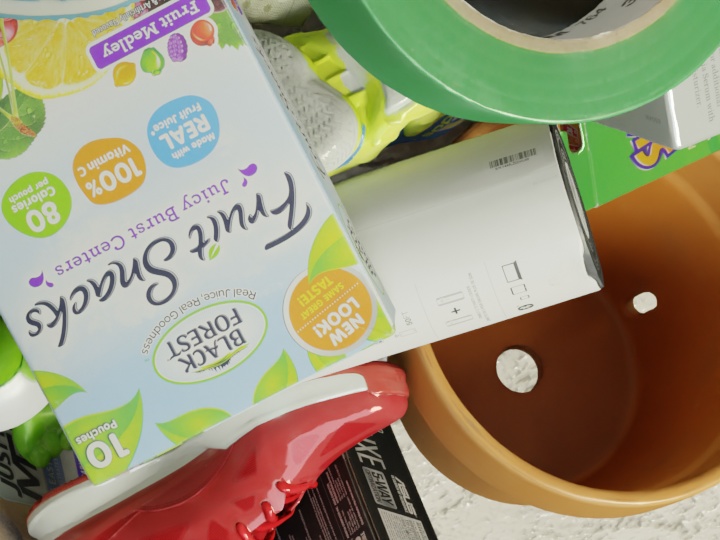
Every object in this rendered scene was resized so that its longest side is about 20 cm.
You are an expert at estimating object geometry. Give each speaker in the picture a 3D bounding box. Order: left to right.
[{"bbox_3d":[0.000,0.000,1.100,0.199,0.082,0.081,-18,140,9],"label":"speaker"}]

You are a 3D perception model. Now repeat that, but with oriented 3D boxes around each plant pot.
[{"bbox_3d":[0.096,0.030,1.227,0.199,0.201,0.140,-7,165,-19],"label":"plant pot"}]

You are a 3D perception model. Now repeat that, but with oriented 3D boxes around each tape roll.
[{"bbox_3d":[0.064,-0.155,0.943,0.199,0.048,0.202,-2,94,-25],"label":"tape roll"}]

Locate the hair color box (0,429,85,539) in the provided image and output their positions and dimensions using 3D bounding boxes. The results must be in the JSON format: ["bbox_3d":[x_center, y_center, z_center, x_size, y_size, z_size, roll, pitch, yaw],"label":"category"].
[{"bbox_3d":[-0.211,0.108,1.215,0.199,0.110,0.065,16,132,-38],"label":"hair color box"}]

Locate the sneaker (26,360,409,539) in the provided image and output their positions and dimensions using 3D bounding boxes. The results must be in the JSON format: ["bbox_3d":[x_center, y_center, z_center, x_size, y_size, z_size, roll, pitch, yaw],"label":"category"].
[{"bbox_3d":[-0.051,0.125,1.163,0.199,0.116,0.078,-27,163,22],"label":"sneaker"}]

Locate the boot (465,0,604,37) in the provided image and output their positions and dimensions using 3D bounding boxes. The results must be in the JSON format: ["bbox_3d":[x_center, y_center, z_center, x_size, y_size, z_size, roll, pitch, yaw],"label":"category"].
[{"bbox_3d":[0.041,-0.141,0.989,0.199,0.075,0.097,12,155,1],"label":"boot"}]

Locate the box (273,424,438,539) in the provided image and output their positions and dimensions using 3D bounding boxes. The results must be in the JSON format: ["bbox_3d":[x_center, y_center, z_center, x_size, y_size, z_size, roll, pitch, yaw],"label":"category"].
[{"bbox_3d":[-0.048,0.124,1.242,0.050,0.201,0.158,21,123,-40],"label":"box"}]

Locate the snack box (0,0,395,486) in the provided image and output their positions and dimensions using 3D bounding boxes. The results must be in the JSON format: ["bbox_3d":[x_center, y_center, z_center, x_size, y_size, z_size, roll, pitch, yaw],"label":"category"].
[{"bbox_3d":[-0.091,-0.035,1.029,0.142,0.053,0.201,-26,97,5],"label":"snack box"}]

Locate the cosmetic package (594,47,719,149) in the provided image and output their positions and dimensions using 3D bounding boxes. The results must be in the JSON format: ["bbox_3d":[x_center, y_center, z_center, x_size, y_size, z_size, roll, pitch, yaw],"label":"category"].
[{"bbox_3d":[0.191,-0.137,1.120,0.199,0.071,0.102,-21,113,-23],"label":"cosmetic package"}]

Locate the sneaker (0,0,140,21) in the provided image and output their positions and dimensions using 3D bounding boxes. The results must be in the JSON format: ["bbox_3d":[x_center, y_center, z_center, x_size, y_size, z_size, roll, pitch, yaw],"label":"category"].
[{"bbox_3d":[-0.141,-0.145,0.953,0.198,0.077,0.081,-6,147,-1],"label":"sneaker"}]

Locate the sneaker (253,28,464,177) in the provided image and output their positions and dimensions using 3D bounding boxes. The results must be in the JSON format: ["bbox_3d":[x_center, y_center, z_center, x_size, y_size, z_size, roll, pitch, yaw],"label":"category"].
[{"bbox_3d":[-0.008,-0.068,1.119,0.199,0.076,0.105,-26,161,-8],"label":"sneaker"}]

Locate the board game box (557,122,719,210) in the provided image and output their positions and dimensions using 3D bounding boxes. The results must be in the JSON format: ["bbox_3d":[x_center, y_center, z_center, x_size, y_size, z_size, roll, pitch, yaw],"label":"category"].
[{"bbox_3d":[0.162,-0.104,1.174,0.199,0.030,0.096,-26,121,-25],"label":"board game box"}]

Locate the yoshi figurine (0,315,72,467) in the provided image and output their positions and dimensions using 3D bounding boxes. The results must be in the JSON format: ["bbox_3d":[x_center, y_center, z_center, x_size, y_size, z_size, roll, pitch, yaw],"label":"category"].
[{"bbox_3d":[-0.142,0.056,1.169,0.199,0.112,0.113,-18,127,-39],"label":"yoshi figurine"}]

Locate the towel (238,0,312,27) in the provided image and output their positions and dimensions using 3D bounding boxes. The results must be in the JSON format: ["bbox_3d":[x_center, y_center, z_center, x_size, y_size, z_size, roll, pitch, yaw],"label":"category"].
[{"bbox_3d":[-0.082,-0.187,1.031,0.199,0.035,0.193,4,129,-26],"label":"towel"}]
